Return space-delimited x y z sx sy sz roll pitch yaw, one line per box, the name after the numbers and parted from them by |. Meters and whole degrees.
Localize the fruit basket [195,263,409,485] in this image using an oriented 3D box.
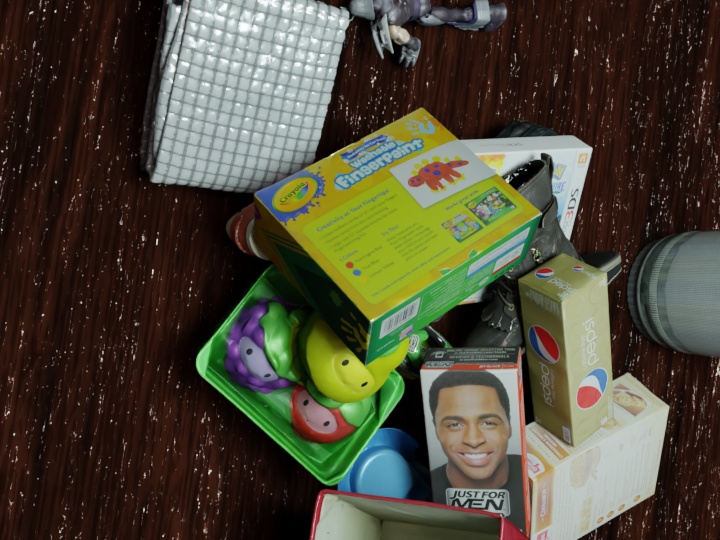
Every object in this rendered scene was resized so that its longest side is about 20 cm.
-0.041 0.095 0.841 0.216 0.215 0.156 45 72 -21 | fruit basket

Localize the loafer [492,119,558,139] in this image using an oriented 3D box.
0.142 -0.092 1.007 0.200 0.072 0.073 -43 130 -1 | loafer

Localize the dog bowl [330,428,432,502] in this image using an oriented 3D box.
0.043 0.258 0.972 0.112 0.049 0.200 -48 110 -18 | dog bowl

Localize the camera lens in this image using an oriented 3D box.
0.460 0.030 1.097 0.159 0.200 0.162 -1 91 -27 | camera lens

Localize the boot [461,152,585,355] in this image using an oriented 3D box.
0.150 -0.007 0.920 0.200 0.069 0.174 -45 129 -9 | boot

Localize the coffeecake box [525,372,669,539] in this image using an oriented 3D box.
0.259 0.235 1.030 0.199 0.073 0.155 -22 129 -21 | coffeecake box

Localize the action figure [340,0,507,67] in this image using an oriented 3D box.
0.068 -0.295 0.965 0.198 0.069 0.131 -11 103 -23 | action figure

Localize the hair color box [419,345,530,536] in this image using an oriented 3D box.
0.122 0.183 0.903 0.100 0.061 0.202 -3 107 15 | hair color box

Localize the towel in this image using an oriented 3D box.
-0.118 -0.178 0.837 0.164 0.086 0.202 5 111 -26 | towel

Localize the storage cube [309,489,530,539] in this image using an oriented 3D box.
0.057 0.313 0.799 0.180 0.198 0.172 50 47 -59 | storage cube

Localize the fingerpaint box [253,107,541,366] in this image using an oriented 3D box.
0.031 -0.037 0.783 0.199 0.074 0.167 -31 62 -26 | fingerpaint box

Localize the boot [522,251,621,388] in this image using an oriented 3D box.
0.264 0.081 1.069 0.199 0.073 0.151 -36 108 -23 | boot

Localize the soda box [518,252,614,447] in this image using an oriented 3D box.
0.223 0.087 0.931 0.067 0.064 0.201 -29 126 -24 | soda box

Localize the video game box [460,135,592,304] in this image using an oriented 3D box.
0.147 -0.053 0.957 0.198 0.047 0.184 -7 118 -24 | video game box

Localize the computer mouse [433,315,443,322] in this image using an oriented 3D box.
0.000 0.000 0.919 0.199 0.034 0.059 33 48 1 | computer mouse

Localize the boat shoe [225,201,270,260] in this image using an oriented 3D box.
-0.036 -0.050 0.876 0.198 0.062 0.072 -12 106 -30 | boat shoe

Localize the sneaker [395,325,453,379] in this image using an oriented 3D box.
0.027 0.060 0.939 0.199 0.085 0.079 27 79 -24 | sneaker
